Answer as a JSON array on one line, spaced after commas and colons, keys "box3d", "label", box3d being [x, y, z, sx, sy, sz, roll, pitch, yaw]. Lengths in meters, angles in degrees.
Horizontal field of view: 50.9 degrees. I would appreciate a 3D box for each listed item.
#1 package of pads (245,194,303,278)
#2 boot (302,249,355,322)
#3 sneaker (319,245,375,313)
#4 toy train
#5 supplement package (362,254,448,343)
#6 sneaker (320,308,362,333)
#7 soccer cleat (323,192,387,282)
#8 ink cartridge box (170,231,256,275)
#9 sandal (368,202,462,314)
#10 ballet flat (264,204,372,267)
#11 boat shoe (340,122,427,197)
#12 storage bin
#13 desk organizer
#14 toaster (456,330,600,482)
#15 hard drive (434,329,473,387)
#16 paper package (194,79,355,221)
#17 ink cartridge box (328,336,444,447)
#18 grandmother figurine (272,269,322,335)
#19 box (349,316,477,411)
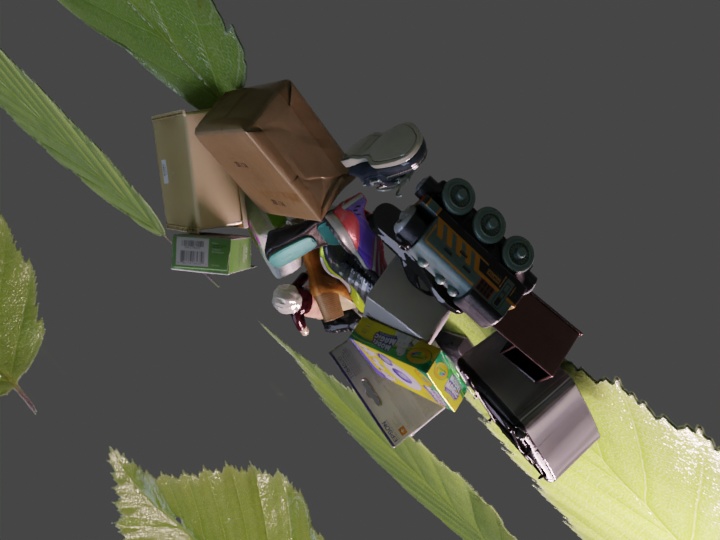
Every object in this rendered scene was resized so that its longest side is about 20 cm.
[{"box3d": [-0.181, -0.102, 1.375, 0.202, 0.067, 0.156, 59, 171, 31], "label": "package of pads"}, {"box3d": [-0.045, 0.007, 1.450, 0.201, 0.069, 0.148, -24, -82, -69], "label": "boot"}, {"box3d": [0.000, 0.000, 1.369, 0.080, 0.075, 0.201, -2, 139, 44], "label": "sneaker"}, {"box3d": [0.132, -0.024, 0.951, 0.199, 0.115, 0.085, 42, 161, -6], "label": "toy train"}, {"box3d": [0.080, 0.063, 1.240, 0.119, 0.122, 0.201, 35, 161, 9], "label": "supplement package"}, {"box3d": [-0.029, 0.103, 1.581, 0.198, 0.089, 0.075, 35, -170, 29], "label": "sneaker"}, {"box3d": [0.012, -0.047, 1.185, 0.069, 0.073, 0.200, 51, -178, 35], "label": "soccer cleat"}, {"box3d": [-0.249, -0.034, 1.324, 0.101, 0.061, 0.200, 5, -175, 6], "label": "ink cartridge box"}, {"box3d": [0.088, -0.015, 1.124, 0.201, 0.075, 0.048, 48, 141, 6], "label": "sandal"}, {"box3d": [-0.070, -0.071, 1.238, 0.073, 0.195, 0.075, -19, -91, -79], "label": "ballet flat"}, {"box3d": [0.036, -0.135, 0.956, 0.062, 0.075, 0.199, 48, 162, -19], "label": "boat shoe"}, {"box3d": [-0.287, -0.175, 1.322, 0.197, 0.092, 0.206, 11, 109, 57], "label": "storage bin"}, {"box3d": [0.203, 0.062, 1.063, 0.199, 0.077, 0.072, 40, 162, 4], "label": "desk organizer"}, {"box3d": [0.260, 0.207, 1.162, 0.182, 0.118, 0.200, 54, 176, -37], "label": "toaster"}, {"box3d": [0.159, 0.162, 1.450, 0.198, 0.033, 0.140, 14, 148, 54], "label": "hard drive"}, {"box3d": [-0.129, -0.178, 1.145, 0.191, 0.104, 0.198, 49, 159, -28], "label": "paper package"}, {"box3d": [0.064, 0.183, 1.336, 0.202, 0.198, 0.041, 54, 147, 11], "label": "ink cartridge box"}, {"box3d": [-0.108, 0.059, 1.422, 0.059, 0.125, 0.199, -10, 170, 18], "label": "grandmother figurine"}, {"box3d": [0.083, 0.148, 1.172, 0.197, 0.049, 0.118, 17, 152, 44], "label": "box"}]
